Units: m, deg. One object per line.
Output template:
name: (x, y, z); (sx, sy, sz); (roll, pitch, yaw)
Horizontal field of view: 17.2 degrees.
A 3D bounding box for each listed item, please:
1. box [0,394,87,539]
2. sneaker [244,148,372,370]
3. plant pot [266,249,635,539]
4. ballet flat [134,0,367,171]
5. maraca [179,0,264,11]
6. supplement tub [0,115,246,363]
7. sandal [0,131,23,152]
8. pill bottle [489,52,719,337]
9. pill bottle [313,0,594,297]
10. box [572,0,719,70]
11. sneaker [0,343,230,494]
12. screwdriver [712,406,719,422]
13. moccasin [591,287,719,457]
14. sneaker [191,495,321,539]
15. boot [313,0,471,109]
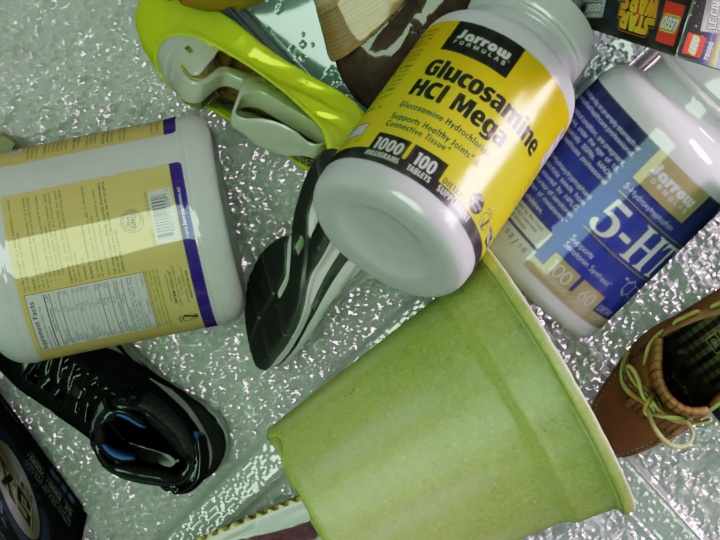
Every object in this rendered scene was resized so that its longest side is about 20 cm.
box: (-0.281, 0.144, 1.619); (0.086, 0.164, 0.200); (-31, 106, 10)
sneaker: (0.000, 0.000, 1.620); (0.115, 0.076, 0.201); (3, 140, -27)
plant pot: (0.048, 0.114, 1.532); (0.184, 0.200, 0.201); (-31, 90, -2)
ballet flat: (-0.083, -0.124, 1.618); (0.199, 0.067, 0.067); (31, 133, 14)
maraca: (-0.127, -0.245, 1.603); (0.200, 0.137, 0.107); (33, 120, 12)
supplement tub: (-0.186, -0.018, 1.608); (0.199, 0.145, 0.146); (-11, 93, 0)
sandal: (-0.312, -0.018, 1.694); (0.080, 0.054, 0.200); (45, 86, -3)
pill bottle: (0.178, -0.064, 1.572); (0.120, 0.120, 0.200); (45, 101, 3)
pill bottle: (0.065, -0.091, 1.509); (0.112, 0.113, 0.200); (32, 63, 5)
box: (0.193, -0.210, 1.520); (0.040, 0.200, 0.138); (13, 98, -21)
sneaker: (-0.185, 0.082, 1.648); (0.199, 0.112, 0.073); (30, 98, 5)
screwdriver: (0.297, 0.137, 1.618); (0.200, 0.028, 0.029); (44, 71, 2)
moccasin: (0.214, 0.069, 1.567); (0.074, 0.078, 0.201); (55, 136, 1)
sneaker: (-0.054, 0.209, 1.657); (0.199, 0.075, 0.090); (-24, 86, 11)
boot: (0.079, -0.167, 1.618); (0.199, 0.072, 0.167); (-27, 102, 9)
